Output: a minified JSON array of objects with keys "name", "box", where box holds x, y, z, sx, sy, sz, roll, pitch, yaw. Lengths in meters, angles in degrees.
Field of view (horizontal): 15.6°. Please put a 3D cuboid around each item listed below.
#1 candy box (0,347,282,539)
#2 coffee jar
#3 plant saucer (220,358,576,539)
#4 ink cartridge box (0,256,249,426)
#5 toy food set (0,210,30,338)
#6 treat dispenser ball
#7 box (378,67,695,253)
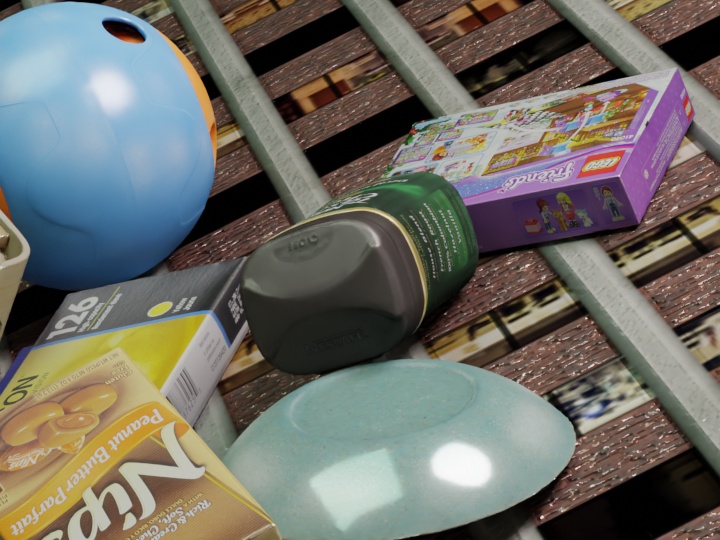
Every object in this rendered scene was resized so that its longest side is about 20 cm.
[{"name":"candy box","box":[-0.128,0.128,1.369,0.115,0.055,0.200,-29,36,-14]},{"name":"coffee jar","box":[0.000,0.000,1.549,0.104,0.085,0.200,-18,6,16]},{"name":"plant saucer","box":[0.015,0.086,1.425,0.201,0.039,0.201,-7,19,3]},{"name":"ink cartridge box","box":[-0.181,0.073,1.697,0.200,0.047,0.198,-11,29,25]},{"name":"toy food set","box":[-0.302,0.001,1.768,0.060,0.144,0.200,-4,37,-40]},{"name":"treat dispenser ball","box":[-0.199,-0.087,1.841,0.201,0.201,0.201,-21,25,10]},{"name":"box","box":[0.104,-0.064,1.701,0.200,0.039,0.137,-10,28,31]}]
